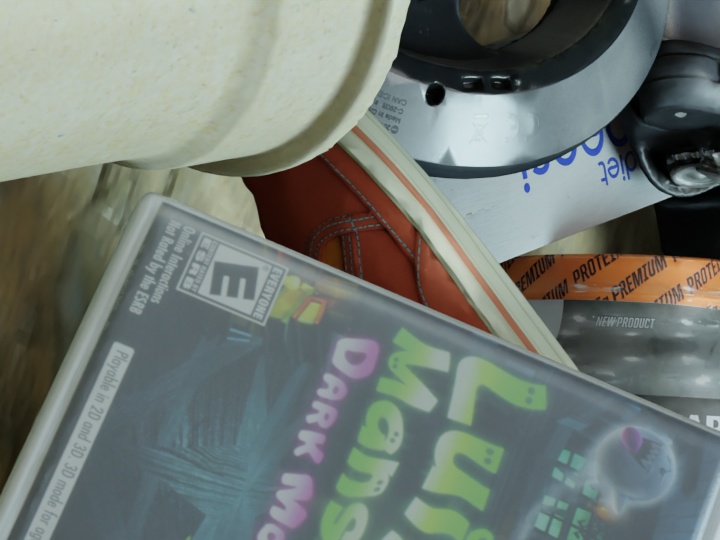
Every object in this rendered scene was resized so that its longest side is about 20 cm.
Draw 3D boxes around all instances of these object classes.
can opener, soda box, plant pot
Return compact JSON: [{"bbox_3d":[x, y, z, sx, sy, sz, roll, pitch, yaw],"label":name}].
[{"bbox_3d":[0.173,-0.048,1.028,0.199,0.063,0.079,17,75,-24],"label":"can opener"},{"bbox_3d":[0.061,-0.047,1.029,0.200,0.063,0.069,-21,102,-48],"label":"soda box"},{"bbox_3d":[-0.119,-0.096,0.748,0.183,0.200,0.202,-21,105,-35],"label":"plant pot"}]

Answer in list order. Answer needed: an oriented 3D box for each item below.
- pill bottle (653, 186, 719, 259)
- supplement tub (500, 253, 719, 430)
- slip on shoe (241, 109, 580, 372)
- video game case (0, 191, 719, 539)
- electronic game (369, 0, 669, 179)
[{"bbox_3d":[0.172,0.059,1.118,0.112,0.111,0.201,-26,107,-47],"label":"pill bottle"},{"bbox_3d":[0.089,0.098,1.011,0.122,0.122,0.201,6,83,-49],"label":"supplement tub"},{"bbox_3d":[0.000,0.000,0.841,0.061,0.074,0.200,-38,84,-2],"label":"slip on shoe"},{"bbox_3d":[-0.013,0.099,0.758,0.181,0.023,0.201,23,66,1],"label":"video game case"},{"bbox_3d":[0.014,-0.122,0.946,0.199,0.042,0.201,13,61,-25],"label":"electronic game"}]
